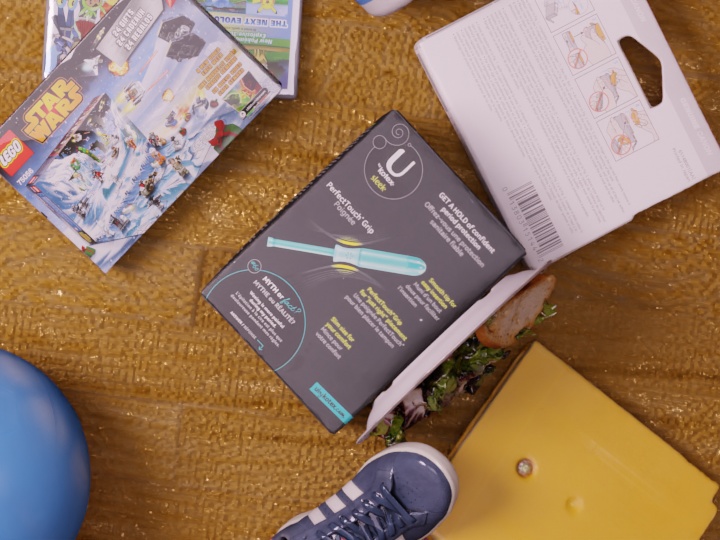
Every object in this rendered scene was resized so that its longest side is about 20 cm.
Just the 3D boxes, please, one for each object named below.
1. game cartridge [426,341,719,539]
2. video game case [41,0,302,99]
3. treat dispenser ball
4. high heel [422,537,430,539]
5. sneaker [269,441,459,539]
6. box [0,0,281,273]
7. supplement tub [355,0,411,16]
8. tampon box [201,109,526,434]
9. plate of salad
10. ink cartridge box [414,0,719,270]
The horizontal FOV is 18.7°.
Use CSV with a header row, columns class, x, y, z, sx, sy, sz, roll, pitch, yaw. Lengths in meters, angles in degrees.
class,x,y,z,sx,sy,sz,roll,pitch,yaw
game cartridge,0.161,0.184,1.698,0.200,0.032,0.177,39,75,-5
video game case,-0.143,-0.231,1.696,0.199,0.022,0.183,4,91,-4
treat dispenser ball,-0.299,0.153,1.610,0.200,0.201,0.202,0,92,-3
high heel,-0.011,0.255,1.690,0.199,0.067,0.096,-10,98,-6
sneaker,-0.007,0.201,1.635,0.075,0.085,0.200,48,128,-2
box,-0.176,-0.117,1.671,0.137,0.040,0.200,44,96,-10
supplement tub,-0.014,-0.300,1.630,0.200,0.132,0.132,43,89,-15
tampon box,0.000,0.000,1.657,0.200,0.126,0.150,-43,93,-2
plate of salad,0.076,0.068,1.625,0.200,0.200,0.048,-44,86,-1
ink cartridge box,0.163,-0.127,1.701,0.176,0.045,0.201,-27,93,-1
